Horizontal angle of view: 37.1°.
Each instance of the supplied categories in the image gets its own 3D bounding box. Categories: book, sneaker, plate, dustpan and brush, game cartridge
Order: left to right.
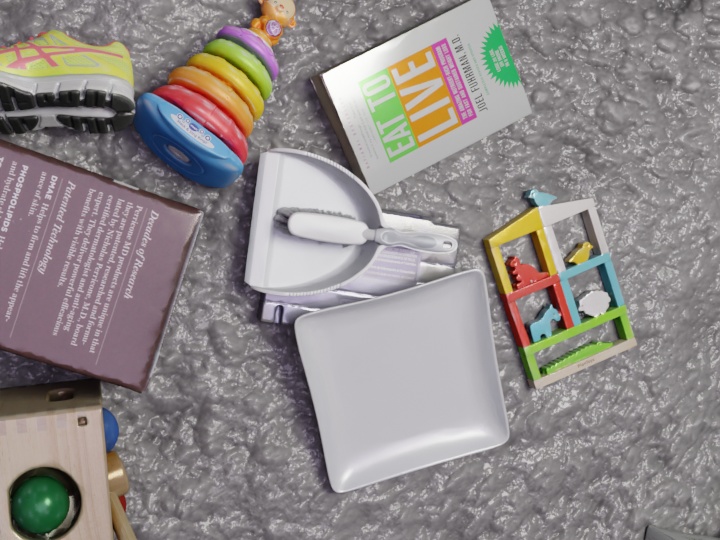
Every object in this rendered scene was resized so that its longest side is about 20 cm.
[{"bbox_3d":[-0.303,-0.182,0.995,0.196,0.079,0.092,6,59,-5],"label":"sneaker"},{"bbox_3d":[-0.005,-0.038,1.045,0.197,0.057,0.142,7,91,-15],"label":"dustpan and brush"},{"bbox_3d":[0.000,0.000,1.096,0.197,0.038,0.132,9,87,-15],"label":"game cartridge"},{"bbox_3d":[0.044,0.110,1.092,0.196,0.032,0.203,-15,110,-8],"label":"plate"},{"bbox_3d":[0.065,-0.180,1.101,0.198,0.048,0.135,-29,103,-13],"label":"book"}]

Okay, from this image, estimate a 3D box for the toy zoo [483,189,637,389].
[{"bbox_3d":[0.212,0.009,1.157,0.129,0.020,0.203,-21,98,-12],"label":"toy zoo"}]

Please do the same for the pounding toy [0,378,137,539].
[{"bbox_3d":[-0.252,0.205,0.955,0.140,0.200,0.188,-5,94,-14],"label":"pounding toy"}]

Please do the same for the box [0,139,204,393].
[{"bbox_3d":[-0.264,-0.007,0.958,0.197,0.166,0.167,18,88,-15],"label":"box"}]

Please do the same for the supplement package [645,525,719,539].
[{"bbox_3d":[0.368,0.399,1.168,0.115,0.117,0.203,13,89,-15],"label":"supplement package"}]

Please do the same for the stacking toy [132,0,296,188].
[{"bbox_3d":[-0.120,-0.189,1.030,0.115,0.110,0.201,36,73,-11],"label":"stacking toy"}]
